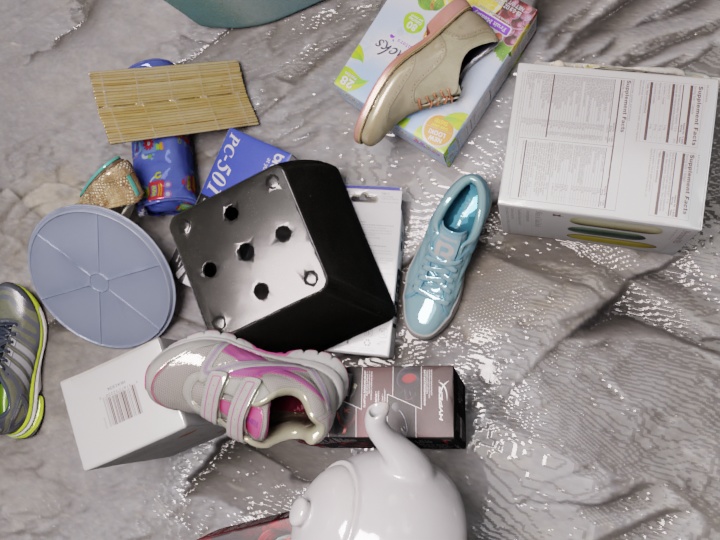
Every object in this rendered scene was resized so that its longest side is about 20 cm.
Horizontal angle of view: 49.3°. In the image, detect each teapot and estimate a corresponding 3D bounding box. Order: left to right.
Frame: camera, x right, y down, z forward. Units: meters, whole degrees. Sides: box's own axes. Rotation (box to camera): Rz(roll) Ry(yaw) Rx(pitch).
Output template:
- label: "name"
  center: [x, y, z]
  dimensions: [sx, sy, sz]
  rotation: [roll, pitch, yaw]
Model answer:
- label: "teapot"
  center: [-0.005, 0.257, 0.744]
  dimensions: [0.144, 0.197, 0.203]
  rotation: [25, 56, -21]

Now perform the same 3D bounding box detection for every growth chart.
- label: "growth chart"
  center: [0.291, -0.218, 0.864]
  dimensions: [0.196, 0.145, 0.018]
  rotation: [8, 105, 9]

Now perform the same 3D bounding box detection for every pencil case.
- label: "pencil case"
  center: [-0.260, -0.165, 1.009]
  dimensions: [0.085, 0.078, 0.204]
  rotation: [-14, 79, 22]

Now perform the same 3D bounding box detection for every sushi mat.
- label: "sushi mat"
  center: [-0.230, -0.213, 0.979]
  dimensions: [0.197, 0.012, 0.098]
  rotation: [-13, 81, -29]

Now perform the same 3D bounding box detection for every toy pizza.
- label: "toy pizza"
  center: [-0.320, 0.008, 0.979]
  dimensions: [0.196, 0.032, 0.204]
  rotation: [6, 120, 10]

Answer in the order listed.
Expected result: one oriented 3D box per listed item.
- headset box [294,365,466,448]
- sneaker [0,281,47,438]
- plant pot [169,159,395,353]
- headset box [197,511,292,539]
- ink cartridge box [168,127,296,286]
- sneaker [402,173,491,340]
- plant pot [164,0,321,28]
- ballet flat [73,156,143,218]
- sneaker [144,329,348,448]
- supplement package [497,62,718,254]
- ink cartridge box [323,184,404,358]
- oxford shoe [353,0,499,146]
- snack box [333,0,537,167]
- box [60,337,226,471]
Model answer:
- label: "headset box"
  center: [0.013, 0.153, 0.859]
  dimensions: [0.195, 0.149, 0.077]
  rotation: [-3, 73, 13]
- label: "sneaker"
  center: [-0.454, 0.114, 1.008]
  dimensions: [0.072, 0.081, 0.205]
  rotation: [-10, 79, 10]
- label: "plant pot"
  center: [-0.097, -0.006, 0.855]
  dimensions: [0.196, 0.177, 0.203]
  rotation: [-24, 80, 8]
- label: "headset box"
  center: [-0.091, 0.356, 0.884]
  dimensions: [0.196, 0.075, 0.152]
  rotation: [-16, 79, 10]
- label: "ink cartridge box"
  center: [-0.161, -0.067, 0.988]
  dimensions: [0.093, 0.044, 0.203]
  rotation: [23, 87, 13]
- label: "sneaker"
  center: [0.094, -0.020, 0.904]
  dimensions: [0.073, 0.082, 0.204]
  rotation: [18, 86, 15]
- label: "plant pot"
  center: [-0.166, -0.417, 0.975]
  dimensions: [0.197, 0.196, 0.199]
  rotation: [-26, 77, 17]
- label: "ballet flat"
  center: [-0.331, -0.071, 0.985]
  dimensions: [0.066, 0.070, 0.199]
  rotation: [53, 139, -8]
- label: "sneaker"
  center: [-0.109, 0.116, 0.739]
  dimensions: [0.195, 0.089, 0.083]
  rotation: [4, 115, -1]
- label: "supplement package"
  center: [0.258, -0.115, 0.844]
  dimensions: [0.196, 0.152, 0.154]
  rotation: [8, 84, 14]
- label: "ink cartridge box"
  center: [0.000, 0.000, 0.945]
  dimensions: [0.097, 0.039, 0.205]
  rotation: [5, 84, 14]
- label: "oxford shoe"
  center: [0.072, -0.209, 0.876]
  dimensions: [0.074, 0.071, 0.201]
  rotation: [42, 94, 11]
- label: "snack box"
  center: [0.091, -0.258, 0.948]
  dimensions: [0.167, 0.068, 0.202]
  rotation: [33, 92, 15]
- label: "box"
  center: [-0.221, 0.150, 0.888]
  dimensions: [0.122, 0.200, 0.099]
  rotation: [-24, 77, 7]
